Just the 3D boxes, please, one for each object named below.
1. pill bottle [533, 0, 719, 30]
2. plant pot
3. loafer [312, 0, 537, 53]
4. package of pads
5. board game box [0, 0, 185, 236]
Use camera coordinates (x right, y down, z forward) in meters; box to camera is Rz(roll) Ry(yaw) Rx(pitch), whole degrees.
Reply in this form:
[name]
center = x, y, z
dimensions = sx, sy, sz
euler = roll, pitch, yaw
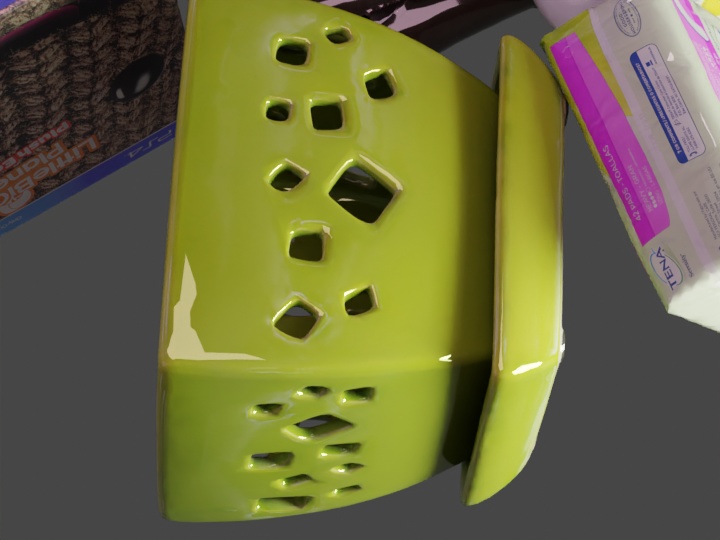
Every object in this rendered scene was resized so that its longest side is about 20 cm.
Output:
[pill bottle]
center = 0.185, -0.173, 1.457
dimensions = 0.199, 0.112, 0.113
euler = -9, 62, -31
[plant pot]
center = 0.000, 0.000, 1.382
dimensions = 0.180, 0.199, 0.201
euler = 3, 65, -2
[loafer]
center = 0.030, -0.135, 1.509
dimensions = 0.198, 0.073, 0.072
euler = -5, 77, 5
[package of pads]
center = 0.172, -0.044, 1.385
dimensions = 0.068, 0.200, 0.155
euler = -32, 65, 20
[board game box]
center = -0.175, -0.115, 1.438
dimensions = 0.159, 0.200, 0.097
euler = -30, 68, -8
